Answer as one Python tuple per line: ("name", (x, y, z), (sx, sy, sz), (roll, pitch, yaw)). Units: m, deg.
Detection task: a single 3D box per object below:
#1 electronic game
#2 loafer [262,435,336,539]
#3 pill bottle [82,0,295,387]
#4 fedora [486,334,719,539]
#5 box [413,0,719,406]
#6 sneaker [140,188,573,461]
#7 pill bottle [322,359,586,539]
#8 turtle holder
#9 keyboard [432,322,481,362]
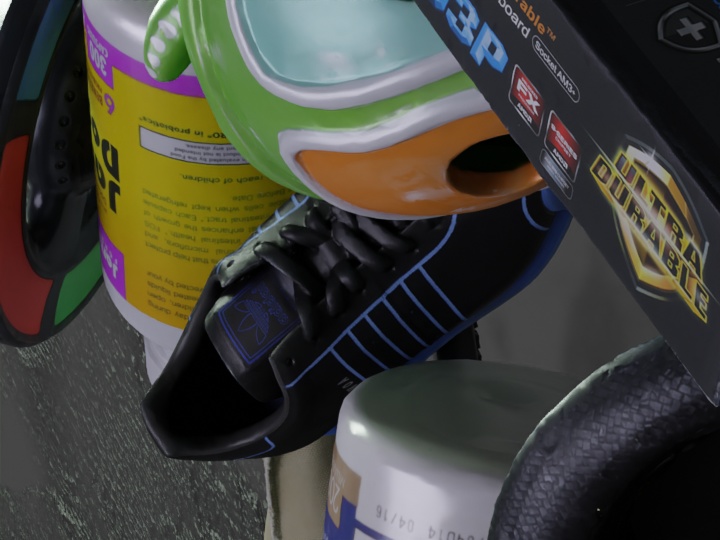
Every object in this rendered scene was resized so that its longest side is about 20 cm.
("electronic game", (-0.105, -0.067, 1.148), (0.041, 0.200, 0.201), (18, 138, 12))
("loafer", (0.000, 0.087, 1.146), (0.200, 0.075, 0.068), (86, 161, -56))
("pill bottle", (-0.047, -0.038, 1.109), (0.104, 0.104, 0.201), (50, 151, 41))
("fedora", (0.127, 0.071, 0.769), (0.092, 0.199, 0.201), (-78, -13, -54))
("box", (0.094, -0.076, 0.658), (0.200, 0.158, 0.046), (56, 152, 33))
("sneaker", (0.000, 0.000, 0.985), (0.070, 0.078, 0.200), (54, 131, 19))
("pill bottle", (0.036, 0.140, 0.987), (0.111, 0.110, 0.201), (35, 123, 56))
("turtle holder", (0.035, -0.103, 0.844), (0.141, 0.186, 0.132), (42, 166, -33))
("keyboard", (0.055, 0.099, 1.096), (0.104, 0.039, 0.201), (-100, 0, -64))
